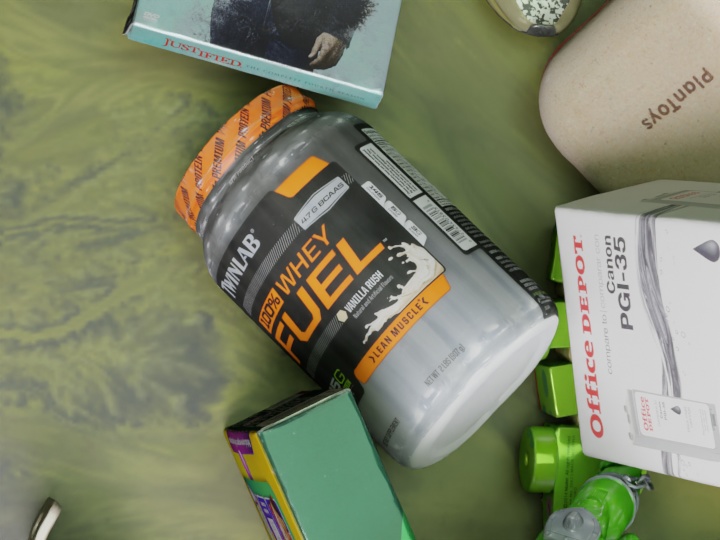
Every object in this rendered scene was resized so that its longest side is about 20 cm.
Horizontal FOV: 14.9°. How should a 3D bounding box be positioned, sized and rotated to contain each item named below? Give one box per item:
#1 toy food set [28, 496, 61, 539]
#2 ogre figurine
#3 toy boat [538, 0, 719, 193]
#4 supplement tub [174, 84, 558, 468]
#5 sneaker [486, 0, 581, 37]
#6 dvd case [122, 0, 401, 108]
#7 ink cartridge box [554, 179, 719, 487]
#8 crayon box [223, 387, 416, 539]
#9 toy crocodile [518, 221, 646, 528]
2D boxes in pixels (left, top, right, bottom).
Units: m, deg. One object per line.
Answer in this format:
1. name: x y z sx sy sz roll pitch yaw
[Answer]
1. toy food set: -0.100 0.197 1.465 0.060 0.143 0.200 -44 94 -8
2. ogre figurine: 0.104 0.200 1.473 0.098 0.120 0.200 38 97 17
3. toy boat: 0.202 -0.125 1.549 0.131 0.131 0.200 46 123 -4
4. supplement tub: 0.000 0.000 1.491 0.200 0.123 0.123 43 81 14
5. sneaker: 0.103 -0.234 1.552 0.076 0.089 0.201 1 87 -9
6. dvd case: -0.040 -0.198 1.528 0.145 0.022 0.201 16 63 -8
7. ink cartridge box: 0.196 0.035 1.434 0.082 0.200 0.147 -13 101 -31
8. crayon box: -0.007 0.152 1.454 0.058 0.200 0.173 -25 91 -8
9. toy crocodile: 0.121 0.070 1.556 0.067 0.062 0.201 -3 92 -10
